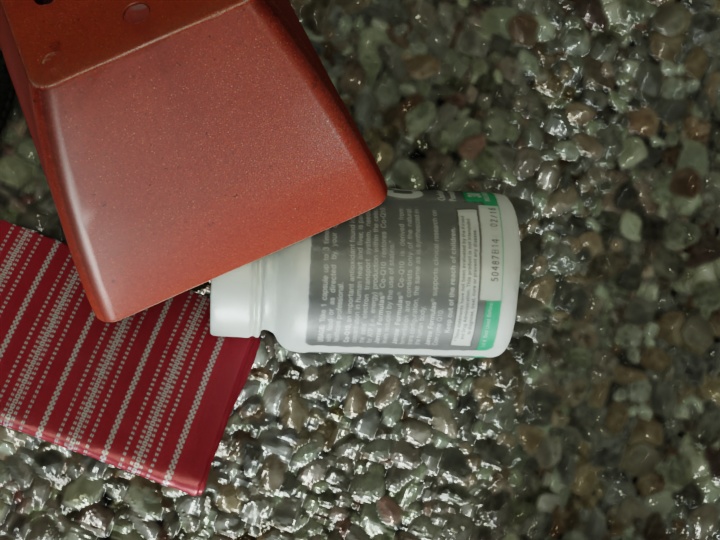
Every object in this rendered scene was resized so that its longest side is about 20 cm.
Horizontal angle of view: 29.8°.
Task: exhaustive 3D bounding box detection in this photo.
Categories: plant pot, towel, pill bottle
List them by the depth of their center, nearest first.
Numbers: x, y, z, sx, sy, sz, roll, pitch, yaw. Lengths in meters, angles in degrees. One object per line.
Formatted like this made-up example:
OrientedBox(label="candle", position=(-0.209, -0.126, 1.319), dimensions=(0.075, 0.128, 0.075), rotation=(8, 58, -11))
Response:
OrientedBox(label="plant pot", position=(-0.122, -0.124, 0.824), dimensions=(0.199, 0.176, 0.200), rotation=(-24, 57, -4))
OrientedBox(label="towel", position=(-0.175, 0.058, 0.906), dimensions=(0.200, 0.022, 0.145), rotation=(22, 53, -6))
OrientedBox(label="pill bottle", position=(0.000, 0.000, 0.911), dimensions=(0.199, 0.113, 0.113), rotation=(2, 91, -6))

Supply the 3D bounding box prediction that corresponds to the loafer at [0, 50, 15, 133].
OrientedBox(label="loafer", position=(-0.300, -0.062, 0.910), dimensions=(0.071, 0.073, 0.200), rotation=(18, 77, 22))
